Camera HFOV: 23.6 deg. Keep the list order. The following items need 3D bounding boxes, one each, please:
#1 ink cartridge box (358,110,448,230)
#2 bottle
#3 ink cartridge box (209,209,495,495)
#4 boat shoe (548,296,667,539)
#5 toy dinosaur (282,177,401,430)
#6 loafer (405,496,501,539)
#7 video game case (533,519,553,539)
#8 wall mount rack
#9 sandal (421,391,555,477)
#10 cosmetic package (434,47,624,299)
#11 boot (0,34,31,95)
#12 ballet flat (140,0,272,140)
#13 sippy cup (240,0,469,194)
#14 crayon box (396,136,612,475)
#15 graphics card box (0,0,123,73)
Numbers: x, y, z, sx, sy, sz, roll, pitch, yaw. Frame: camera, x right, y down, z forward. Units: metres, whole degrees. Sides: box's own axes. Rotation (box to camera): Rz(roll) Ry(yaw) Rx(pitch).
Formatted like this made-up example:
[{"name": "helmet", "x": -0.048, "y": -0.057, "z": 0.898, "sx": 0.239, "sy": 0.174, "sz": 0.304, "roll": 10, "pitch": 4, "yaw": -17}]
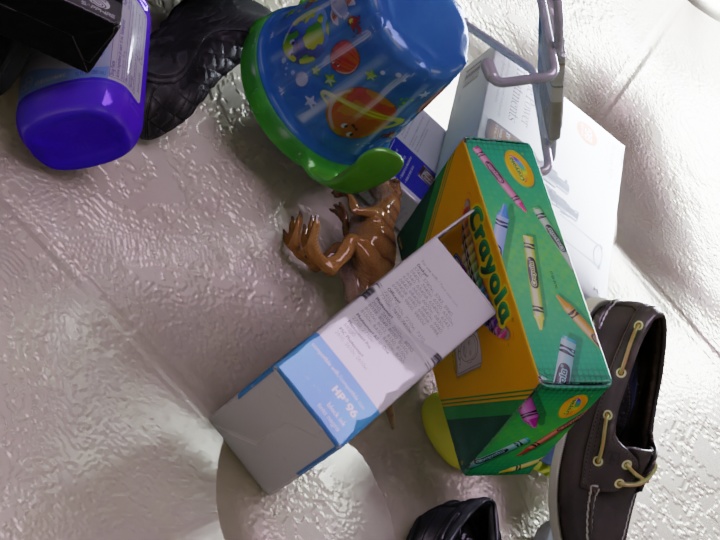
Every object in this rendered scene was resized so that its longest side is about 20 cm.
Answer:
[{"name": "ink cartridge box", "x": 0.030, "y": -0.090, "z": 1.359, "sx": 0.200, "sy": 0.039, "sz": 0.100, "roll": 43, "pitch": 41, "yaw": -14}, {"name": "bottle", "x": -0.184, "y": -0.163, "z": 1.171, "sx": 0.065, "sy": 0.083, "sz": 0.201, "roll": 58, "pitch": 25, "yaw": -50}, {"name": "ink cartridge box", "x": 0.008, "y": 0.052, "z": 1.135, "sx": 0.200, "sy": 0.116, "sz": 0.068, "roll": -38, "pitch": 89, "yaw": -34}, {"name": "boat shoe", "x": 0.180, "y": 0.121, "z": 1.230, "sx": 0.072, "sy": 0.060, "sz": 0.202, "roll": 2, "pitch": 92, "yaw": -49}, {"name": "toy dinosaur", "x": 0.000, "y": 0.000, "z": 1.240, "sx": 0.106, "sy": 0.060, "sz": 0.201, "roll": 20, "pitch": 58, "yaw": -22}, {"name": "loafer", "x": 0.054, "y": 0.232, "z": 1.118, "sx": 0.068, "sy": 0.070, "sz": 0.201, "roll": 33, "pitch": 43, "yaw": -21}, {"name": "video game case", "x": 0.179, "y": 0.303, "z": 1.225, "sx": 0.200, "sy": 0.023, "sz": 0.182, "roll": 42, "pitch": 41, "yaw": -11}, {"name": "wall mount rack", "x": 0.108, "y": -0.172, "z": 1.292, "sx": 0.074, "sy": 0.200, "sz": 0.174, "roll": -7, "pitch": 57, "yaw": -1}, {"name": "sandal", "x": 0.142, "y": 0.107, "z": 1.285, "sx": 0.199, "sy": 0.087, "sz": 0.080, "roll": 1, "pitch": 59, "yaw": -45}, {"name": "cosmetic package", "x": 0.136, "y": -0.068, "z": 1.379, "sx": 0.151, "sy": 0.052, "sz": 0.201, "roll": 37, "pitch": 41, "yaw": -21}, {"name": "boot", "x": -0.294, "y": -0.213, "z": 1.113, "sx": 0.162, "sy": 0.073, "sz": 0.199, "roll": 21, "pitch": 42, "yaw": -35}, {"name": "ballet flat", "x": -0.121, "y": -0.158, "z": 1.269, "sx": 0.066, "sy": 0.057, "sz": 0.200, "roll": 25, "pitch": 34, "yaw": 11}, {"name": "sippy cup", "x": 0.004, "y": -0.154, "z": 1.243, "sx": 0.139, "sy": 0.130, "sz": 0.178, "roll": -25, "pitch": 86, "yaw": -49}, {"name": "crayon box", "x": 0.094, "y": 0.024, "z": 1.179, "sx": 0.058, "sy": 0.119, "sz": 0.201, "roll": 3, "pitch": 54, "yaw": -26}, {"name": "graphics card box", "x": -0.212, "y": -0.229, "z": 1.110, "sx": 0.125, "sy": 0.051, "sz": 0.201, "roll": 23, "pitch": 40, "yaw": -26}]
